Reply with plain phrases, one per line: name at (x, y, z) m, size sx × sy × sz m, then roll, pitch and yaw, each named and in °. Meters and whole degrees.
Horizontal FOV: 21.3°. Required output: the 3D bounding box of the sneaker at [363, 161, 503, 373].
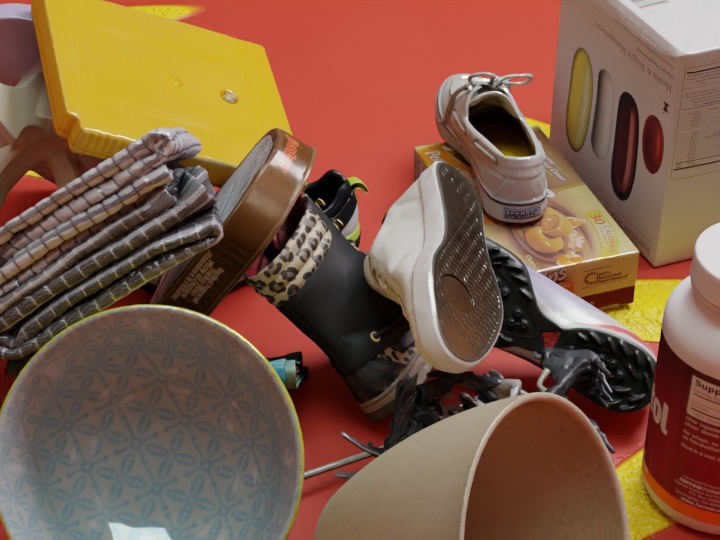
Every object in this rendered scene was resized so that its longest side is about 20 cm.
sneaker at (0.046, 0.014, 1.320) m, size 0.073 × 0.085 × 0.200 m, roll 39°, pitch 29°, yaw -24°

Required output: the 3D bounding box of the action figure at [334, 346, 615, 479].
action figure at (0.086, 0.115, 1.288) m, size 0.200 × 0.119 × 0.102 m, roll -16°, pitch 34°, yaw -31°

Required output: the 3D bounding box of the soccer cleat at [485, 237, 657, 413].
soccer cleat at (0.132, 0.036, 1.403) m, size 0.200 × 0.068 × 0.073 m, roll 32°, pitch 9°, yaw 8°

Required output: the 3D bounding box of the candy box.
candy box at (0.130, -0.039, 1.550) m, size 0.115 × 0.055 × 0.200 m, roll -11°, pitch 37°, yaw -16°

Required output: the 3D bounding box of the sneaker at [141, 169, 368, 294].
sneaker at (-0.090, -0.039, 1.518) m, size 0.200 × 0.083 × 0.072 m, roll -14°, pitch 38°, yaw -21°

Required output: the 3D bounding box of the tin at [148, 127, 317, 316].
tin at (-0.098, -0.025, 1.395) m, size 0.042 × 0.200 × 0.112 m, roll 35°, pitch 40°, yaw -9°

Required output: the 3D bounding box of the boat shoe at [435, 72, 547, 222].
boat shoe at (0.106, -0.127, 1.550) m, size 0.074 × 0.086 × 0.202 m, roll -4°, pitch 35°, yaw -8°

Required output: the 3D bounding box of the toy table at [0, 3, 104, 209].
toy table at (-0.244, -0.104, 1.520) m, size 0.184 × 0.200 × 0.117 m, roll -31°, pitch 34°, yaw 28°

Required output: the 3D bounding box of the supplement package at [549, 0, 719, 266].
supplement package at (0.267, -0.148, 1.585) m, size 0.147 × 0.200 × 0.191 m, roll -14°, pitch 38°, yaw -20°

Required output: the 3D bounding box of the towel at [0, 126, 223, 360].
towel at (-0.186, -0.017, 1.324) m, size 0.200 × 0.086 × 0.166 m, roll -33°, pitch 5°, yaw 0°

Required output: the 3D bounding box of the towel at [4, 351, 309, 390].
towel at (-0.139, 0.067, 1.358) m, size 0.200 × 0.022 × 0.147 m, roll 3°, pitch 0°, yaw 2°

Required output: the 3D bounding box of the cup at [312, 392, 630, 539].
cup at (0.055, 0.178, 1.157) m, size 0.143 × 0.200 × 0.200 m, roll -7°, pitch 27°, yaw 34°

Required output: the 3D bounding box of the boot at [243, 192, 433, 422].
boot at (0.000, 0.000, 1.415) m, size 0.151 × 0.073 × 0.200 m, roll 44°, pitch 41°, yaw -17°

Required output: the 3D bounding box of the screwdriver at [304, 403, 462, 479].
screwdriver at (0.027, 0.119, 1.344) m, size 0.200 × 0.029 × 0.028 m, roll -12°, pitch 37°, yaw -27°

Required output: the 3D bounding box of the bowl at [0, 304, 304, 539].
bowl at (-0.131, 0.127, 1.245) m, size 0.200 × 0.200 × 0.108 m, roll 4°, pitch -7°, yaw 3°

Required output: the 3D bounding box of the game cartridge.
game cartridge at (-0.149, -0.135, 1.475) m, size 0.200 × 0.032 × 0.176 m, roll 12°, pitch 39°, yaw -28°

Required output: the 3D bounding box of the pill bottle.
pill bottle at (0.254, 0.070, 1.280) m, size 0.113 × 0.200 × 0.113 m, roll 1°, pitch 35°, yaw -1°
